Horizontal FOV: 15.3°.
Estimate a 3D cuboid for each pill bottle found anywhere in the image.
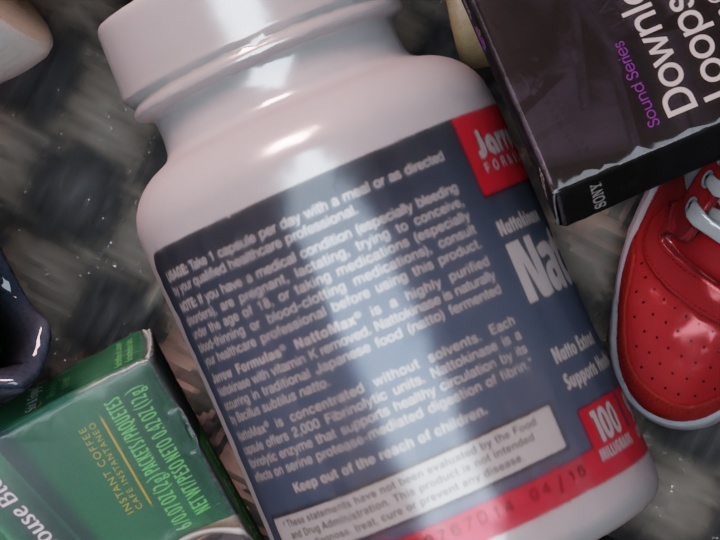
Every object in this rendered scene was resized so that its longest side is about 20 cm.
[{"bbox_3d":[0.000,0.000,0.817,0.120,0.120,0.200,-24,90,3],"label":"pill bottle"}]

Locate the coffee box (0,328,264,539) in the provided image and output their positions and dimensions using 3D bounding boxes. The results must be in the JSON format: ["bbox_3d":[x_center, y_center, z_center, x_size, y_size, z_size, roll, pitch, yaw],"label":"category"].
[{"bbox_3d":[-0.126,0.119,0.848,0.200,0.044,0.123,-27,104,0],"label":"coffee box"}]

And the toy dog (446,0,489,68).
[{"bbox_3d":[0.059,-0.152,0.823,0.132,0.096,0.200,-28,90,3],"label":"toy dog"}]

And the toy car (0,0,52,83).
[{"bbox_3d":[-0.127,-0.170,0.798,0.175,0.150,0.200,-45,130,8],"label":"toy car"}]

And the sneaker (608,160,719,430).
[{"bbox_3d":[0.139,-0.039,0.813,0.071,0.112,0.200,31,92,2],"label":"sneaker"}]

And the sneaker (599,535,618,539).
[{"bbox_3d":[0.006,0.155,0.845,0.090,0.070,0.200,34,94,-1],"label":"sneaker"}]

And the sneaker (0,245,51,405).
[{"bbox_3d":[-0.158,-0.034,0.796,0.200,0.081,0.074,53,55,-25],"label":"sneaker"}]

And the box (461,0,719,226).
[{"bbox_3d":[0.119,-0.115,0.753,0.200,0.036,0.143,-24,71,3],"label":"box"}]
